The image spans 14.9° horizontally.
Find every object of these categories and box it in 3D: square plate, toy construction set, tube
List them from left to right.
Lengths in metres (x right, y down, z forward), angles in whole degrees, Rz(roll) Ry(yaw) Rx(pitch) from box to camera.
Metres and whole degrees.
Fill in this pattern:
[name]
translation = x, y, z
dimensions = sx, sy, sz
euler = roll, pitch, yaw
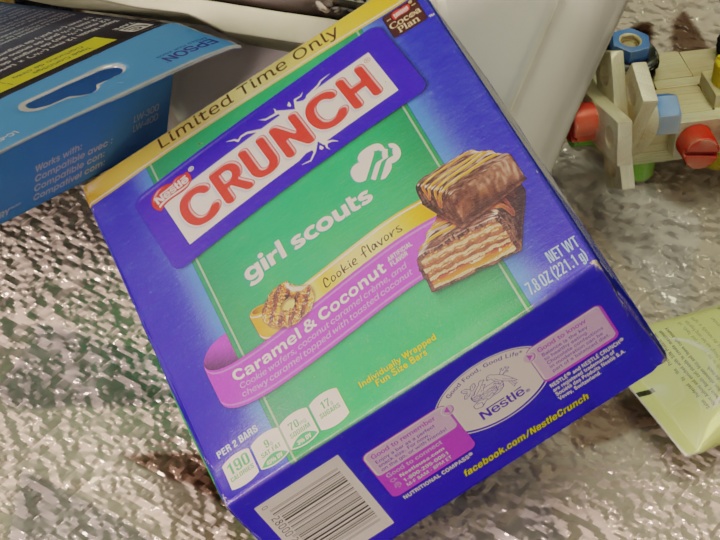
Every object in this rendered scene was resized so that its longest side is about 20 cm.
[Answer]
[square plate]
translation = 0.004, -0.102, 1.217
dimensions = 0.198, 0.200, 0.028
euler = 23, -3, 13
[toy construction set]
translation = 0.174, -0.064, 1.275
dimensions = 0.200, 0.092, 0.131
euler = 5, 38, -23
[tube]
translation = 0.203, 0.028, 1.197
dimensions = 0.200, 0.052, 0.058
euler = -17, 4, -24

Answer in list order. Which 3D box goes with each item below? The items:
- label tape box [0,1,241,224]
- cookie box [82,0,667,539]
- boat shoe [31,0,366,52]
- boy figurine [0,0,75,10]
[label tape box]
translation = -0.161, -0.058, 1.151
dimensions = 0.200, 0.066, 0.143
euler = 13, 33, 43
[cookie box]
translation = 0.000, 0.000, 1.103
dimensions = 0.171, 0.075, 0.200
euler = -33, 44, 4
[boat shoe]
translation = -0.094, -0.139, 1.186
dimensions = 0.201, 0.061, 0.072
euler = 11, 0, 0
[boy figurine]
translation = -0.188, -0.142, 1.278
dimensions = 0.200, 0.124, 0.064
euler = -11, 24, 19
